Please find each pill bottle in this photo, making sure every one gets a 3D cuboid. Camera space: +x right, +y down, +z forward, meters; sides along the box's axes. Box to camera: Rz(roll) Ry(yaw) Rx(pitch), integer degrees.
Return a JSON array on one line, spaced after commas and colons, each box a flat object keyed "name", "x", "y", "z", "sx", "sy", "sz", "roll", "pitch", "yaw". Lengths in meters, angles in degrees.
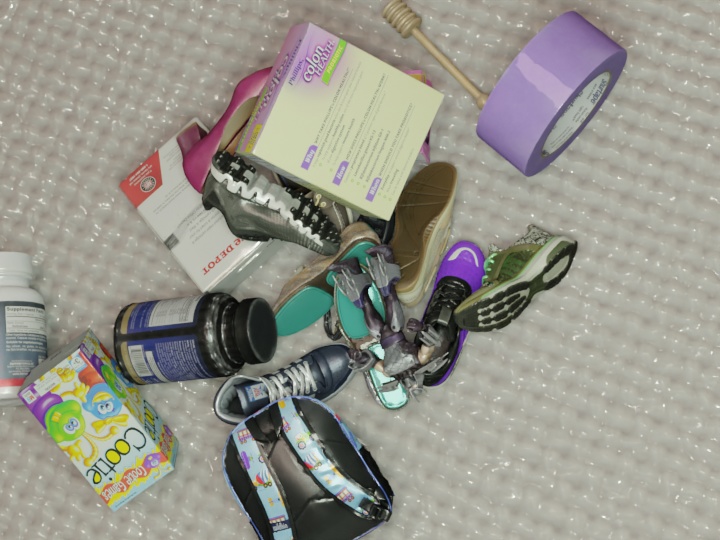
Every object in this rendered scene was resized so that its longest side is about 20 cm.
[{"name": "pill bottle", "x": -0.492, "y": 0.082, "z": 1.814, "sx": 0.119, "sy": 0.120, "sz": 0.201, "roll": -8, "pitch": 79, "yaw": 10}, {"name": "pill bottle", "x": -0.216, "y": 0.088, "z": 1.744, "sx": 0.199, "sy": 0.112, "sz": 0.113, "roll": -7, "pitch": 80, "yaw": 22}]

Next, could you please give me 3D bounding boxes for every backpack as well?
[{"name": "backpack", "x": -0.072, "y": 0.258, "z": 1.676, "sx": 0.182, "sy": 0.135, "sz": 0.201, "roll": -32, "pitch": 89, "yaw": 6}]

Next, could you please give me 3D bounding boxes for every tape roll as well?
[{"name": "tape roll", "x": 0.242, "y": -0.222, "z": 1.676, "sx": 0.085, "sy": 0.200, "sz": 0.200, "roll": 40, "pitch": 90, "yaw": 14}]

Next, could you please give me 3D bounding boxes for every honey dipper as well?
[{"name": "honey dipper", "x": 0.106, "y": -0.290, "z": 1.799, "sx": 0.038, "sy": 0.038, "sz": 0.200, "roll": -42, "pitch": 78, "yaw": 2}]

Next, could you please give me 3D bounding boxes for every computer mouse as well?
[{"name": "computer mouse", "x": 0.000, "y": 0.000, "z": 1.777, "sx": 0.058, "sy": 0.034, "sz": 0.201, "roll": 25, "pitch": 94, "yaw": 37}]

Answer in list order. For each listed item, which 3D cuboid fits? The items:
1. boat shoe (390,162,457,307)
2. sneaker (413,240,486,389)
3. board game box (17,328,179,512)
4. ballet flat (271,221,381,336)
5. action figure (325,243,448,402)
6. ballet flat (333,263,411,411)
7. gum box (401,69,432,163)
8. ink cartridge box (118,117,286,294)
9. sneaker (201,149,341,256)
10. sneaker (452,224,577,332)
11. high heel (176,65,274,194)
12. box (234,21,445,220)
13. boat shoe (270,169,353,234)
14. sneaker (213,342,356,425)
[{"name": "boat shoe", "x": 0.084, "y": -0.049, "z": 1.751, "sx": 0.072, "sy": 0.065, "sz": 0.201, "roll": 7, "pitch": 65, "yaw": 25}, {"name": "sneaker", "x": 0.115, "y": 0.056, "z": 1.706, "sx": 0.069, "sy": 0.100, "sz": 0.201, "roll": 16, "pitch": 85, "yaw": 11}, {"name": "board game box", "x": -0.340, "y": 0.195, "z": 1.734, "sx": 0.105, "sy": 0.103, "sz": 0.200, "roll": -36, "pitch": 103, "yaw": 4}, {"name": "ballet flat", "x": -0.050, "y": 0.009, "z": 1.761, "sx": 0.200, "sy": 0.068, "sz": 0.067, "roll": -39, "pitch": 39, "yaw": 17}, {"name": "action figure", "x": 0.033, "y": 0.073, "z": 1.659, "sx": 0.130, "sy": 0.069, "sz": 0.201, "roll": -26, "pitch": 82, "yaw": 22}, {"name": "ballet flat", "x": 0.014, "y": 0.087, "z": 1.733, "sx": 0.072, "sy": 0.072, "sz": 0.201, "roll": -19, "pitch": 91, "yaw": 8}, {"name": "gum box", "x": 0.002, "y": -0.202, "z": 1.788, "sx": 0.199, "sy": 0.066, "sz": 0.114, "roll": -2, "pitch": 82, "yaw": 11}, {"name": "ink cartridge box", "x": -0.206, "y": -0.082, "z": 1.802, "sx": 0.147, "sy": 0.083, "sz": 0.200, "roll": -40, "pitch": 76, "yaw": 2}, {"name": "sneaker", "x": -0.120, "y": -0.068, "z": 1.710, "sx": 0.199, "sy": 0.067, "sz": 0.091, "roll": 32, "pitch": 122, "yaw": -4}, {"name": "sneaker", "x": 0.185, "y": 0.007, "z": 1.705, "sx": 0.199, "sy": 0.077, "sz": 0.089, "roll": -32, "pitch": 52, "yaw": -25}, {"name": "high heel", "x": -0.149, "y": -0.183, "z": 1.724, "sx": 0.200, "sy": 0.067, "sz": 0.096, "roll": -36, "pitch": 58, "yaw": 18}, {"name": "box", "x": -0.027, "y": -0.185, "z": 1.663, "sx": 0.199, "sy": 0.097, "sz": 0.177, "roll": 25, "pitch": 88, "yaw": -20}, {"name": "boat shoe", "x": -0.072, "y": -0.110, "z": 1.747, "sx": 0.071, "sy": 0.060, "sz": 0.201, "roll": -20, "pitch": 112, "yaw": 19}, {"name": "sneaker", "x": -0.100, "y": 0.150, "z": 1.730, "sx": 0.199, "sy": 0.108, "sz": 0.070, "roll": -26, "pitch": 77, "yaw": 6}]
